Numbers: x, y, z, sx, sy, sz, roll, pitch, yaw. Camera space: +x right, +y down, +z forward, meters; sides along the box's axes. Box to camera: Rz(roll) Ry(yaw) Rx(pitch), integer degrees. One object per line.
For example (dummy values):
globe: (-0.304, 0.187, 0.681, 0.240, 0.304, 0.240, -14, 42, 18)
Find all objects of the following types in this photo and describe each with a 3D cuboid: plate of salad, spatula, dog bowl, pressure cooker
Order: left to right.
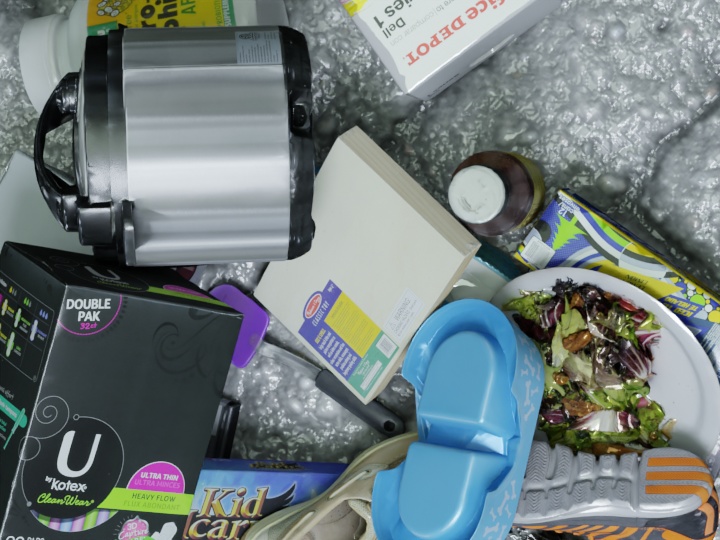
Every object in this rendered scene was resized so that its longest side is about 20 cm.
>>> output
pressure cooker: (-0.134, -0.091, 1.212, 0.199, 0.176, 0.180, -2, 91, -7)
spatula: (-0.048, 0.079, 1.374, 0.199, 0.021, 0.057, 31, 105, 8)
dog bowl: (0.075, 0.123, 1.234, 0.111, 0.049, 0.201, 4, 77, 46)
plate of salad: (0.172, 0.088, 1.259, 0.199, 0.048, 0.201, 20, 131, 24)

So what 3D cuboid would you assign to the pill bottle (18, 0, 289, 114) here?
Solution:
pill bottle: (-0.163, -0.177, 1.341, 0.199, 0.113, 0.113, -9, 91, 13)

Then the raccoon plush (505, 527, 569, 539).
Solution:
raccoon plush: (0.131, 0.270, 1.334, 0.134, 0.097, 0.200, -52, 51, 24)

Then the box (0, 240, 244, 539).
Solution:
box: (-0.196, 0.097, 1.215, 0.124, 0.148, 0.201, 26, 102, 54)

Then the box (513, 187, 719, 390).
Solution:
box: (0.216, 0.019, 1.274, 0.200, 0.070, 0.064, 37, 100, 8)

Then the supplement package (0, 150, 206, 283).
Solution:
supplement package: (-0.244, 0.034, 1.351, 0.155, 0.111, 0.201, 29, 90, 12)

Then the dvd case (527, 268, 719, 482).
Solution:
dvd case: (0.209, 0.072, 1.322, 0.199, 0.016, 0.149, 24, 98, 9)

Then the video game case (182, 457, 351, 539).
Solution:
video game case: (-0.072, 0.242, 1.320, 0.199, 0.045, 0.182, 5, 94, -27)

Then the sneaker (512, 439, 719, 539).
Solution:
sneaker: (0.170, 0.191, 1.266, 0.199, 0.078, 0.112, 2, 135, 21)

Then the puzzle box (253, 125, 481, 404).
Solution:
puzzle box: (0.000, 0.000, 1.297, 0.133, 0.025, 0.200, 44, 137, 11)

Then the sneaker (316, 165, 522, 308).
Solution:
sneaker: (0.025, -0.015, 1.329, 0.200, 0.076, 0.081, 33, 107, 13)

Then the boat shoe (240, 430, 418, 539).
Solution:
boat shoe: (0.003, 0.187, 1.288, 0.199, 0.065, 0.072, -26, 105, -23)

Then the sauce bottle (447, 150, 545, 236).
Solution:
sauce bottle: (0.097, -0.057, 1.246, 0.066, 0.200, 0.066, 1, 94, 13)

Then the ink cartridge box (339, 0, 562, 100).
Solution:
ink cartridge box: (0.044, -0.253, 1.307, 0.145, 0.084, 0.200, -35, 86, 11)

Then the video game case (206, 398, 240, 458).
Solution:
video game case: (-0.207, 0.186, 1.412, 0.180, 0.025, 0.201, 14, 95, 11)
